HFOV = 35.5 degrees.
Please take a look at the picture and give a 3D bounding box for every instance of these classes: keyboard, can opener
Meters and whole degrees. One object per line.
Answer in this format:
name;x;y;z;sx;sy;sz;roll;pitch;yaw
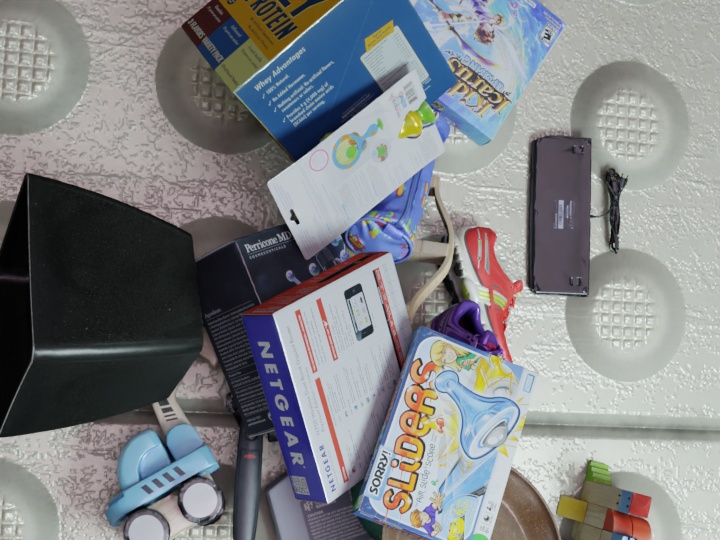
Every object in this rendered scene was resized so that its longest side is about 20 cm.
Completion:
keyboard;0.270;-0.067;1.396;0.126;0.021;0.201;3;86;-8
can opener;-0.119;0.204;1.235;0.078;0.063;0.201;5;71;5

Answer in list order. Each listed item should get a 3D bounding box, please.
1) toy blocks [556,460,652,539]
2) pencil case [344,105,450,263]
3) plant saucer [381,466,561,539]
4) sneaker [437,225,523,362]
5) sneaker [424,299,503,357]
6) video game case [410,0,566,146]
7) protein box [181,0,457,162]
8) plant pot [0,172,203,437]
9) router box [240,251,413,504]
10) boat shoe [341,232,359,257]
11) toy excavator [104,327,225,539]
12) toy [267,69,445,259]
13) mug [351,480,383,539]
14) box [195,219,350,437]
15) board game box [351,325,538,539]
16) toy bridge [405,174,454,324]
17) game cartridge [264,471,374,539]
toy blocks;0.294;0.332;1.309;0.100;0.137;0.201;17;82;-13
pencil case;0.047;-0.106;1.276;0.078;0.087;0.201;28;59;-15
plant saucer;0.110;0.287;1.142;0.199;0.037;0.201;8;66;-17
sneaker;0.159;0.042;1.331;0.085;0.077;0.201;-16;90;-20
sneaker;0.122;0.111;1.224;0.080;0.083;0.201;21;37;-35
video game case;0.123;-0.283;1.361;0.200;0.045;0.182;35;79;-10
protein box;-0.039;-0.230;1.194;0.198;0.200;0.135;-40;52;3
plant pot;-0.267;0.042;1.144;0.177;0.200;0.201;4;59;-27
router box;-0.016;0.103;1.135;0.179;0.049;0.201;-27;107;-44
boat shoe;0.000;0.000;1.293;0.064;0.071;0.201;-24;91;-15
toy excavator;-0.207;0.184;1.220;0.194;0.100;0.200;-30;80;-11
toy;-0.009;-0.117;1.183;0.200;0.047;0.115;-37;133;-12
mug;0.091;0.240;1.240;0.184;0.114;0.153;-15;89;-15
box;-0.076;0.056;1.219;0.148;0.107;0.201;-22;88;-45
board game box;0.087;0.172;1.128;0.135;0.034;0.201;22;69;-5
toy bridge;0.072;-0.021;1.292;0.067;0.027;0.201;8;61;9
game cartridge;-0.003;0.267;1.291;0.199;0.042;0.134;-15;85;-15
